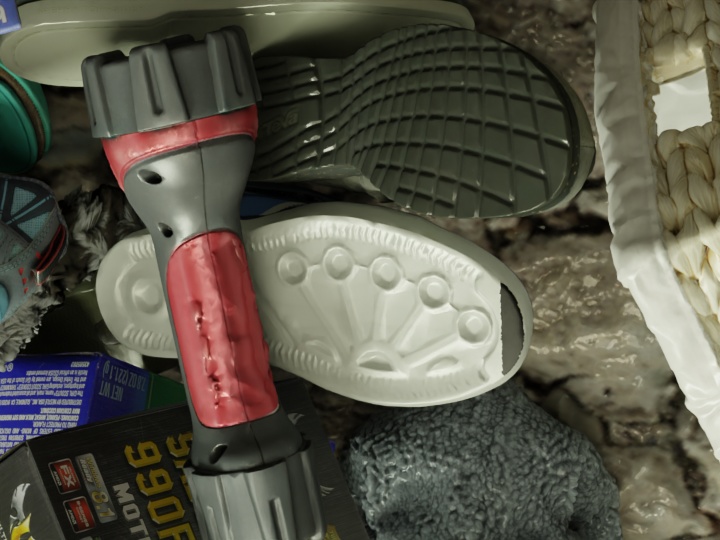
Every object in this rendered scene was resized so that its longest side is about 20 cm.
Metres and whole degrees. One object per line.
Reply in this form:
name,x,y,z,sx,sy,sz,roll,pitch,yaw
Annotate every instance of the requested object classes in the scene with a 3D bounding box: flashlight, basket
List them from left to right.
flashlight,-0.054,0.011,0.740,0.067,0.068,0.202,-7,98,32
basket,0.202,-0.014,0.760,0.159,0.199,0.201,-20,122,19

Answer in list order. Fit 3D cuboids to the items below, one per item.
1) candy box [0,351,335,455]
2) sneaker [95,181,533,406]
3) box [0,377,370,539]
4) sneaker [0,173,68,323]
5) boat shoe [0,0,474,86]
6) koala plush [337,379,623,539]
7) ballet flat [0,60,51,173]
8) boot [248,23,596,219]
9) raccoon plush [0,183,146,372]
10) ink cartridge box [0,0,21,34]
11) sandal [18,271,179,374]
candy box,-0.102,0.156,0.881,0.076,0.202,0.168,-3,161,40
sneaker,0.000,0.000,0.834,0.198,0.146,0.082,4,102,25
box,-0.053,0.154,0.792,0.157,0.202,0.048,-9,161,-46
sneaker,-0.192,-0.037,0.755,0.199,0.095,0.080,36,146,26
boat shoe,-0.050,-0.115,0.789,0.198,0.062,0.073,-3,156,-16
koala plush,0.051,0.176,0.924,0.175,0.201,0.185,1,128,6
ballet flat,-0.180,-0.106,0.804,0.067,0.071,0.200,-2,162,17
boot,0.049,-0.055,0.760,0.130,0.199,0.069,4,94,-39
raccoon plush,-0.191,-0.006,0.872,0.133,0.199,0.098,18,100,41
ink cartridge box,-0.190,-0.159,0.695,0.118,0.202,0.042,-15,165,3
sandal,-0.156,0.050,0.940,0.200,0.058,0.080,-27,121,25
